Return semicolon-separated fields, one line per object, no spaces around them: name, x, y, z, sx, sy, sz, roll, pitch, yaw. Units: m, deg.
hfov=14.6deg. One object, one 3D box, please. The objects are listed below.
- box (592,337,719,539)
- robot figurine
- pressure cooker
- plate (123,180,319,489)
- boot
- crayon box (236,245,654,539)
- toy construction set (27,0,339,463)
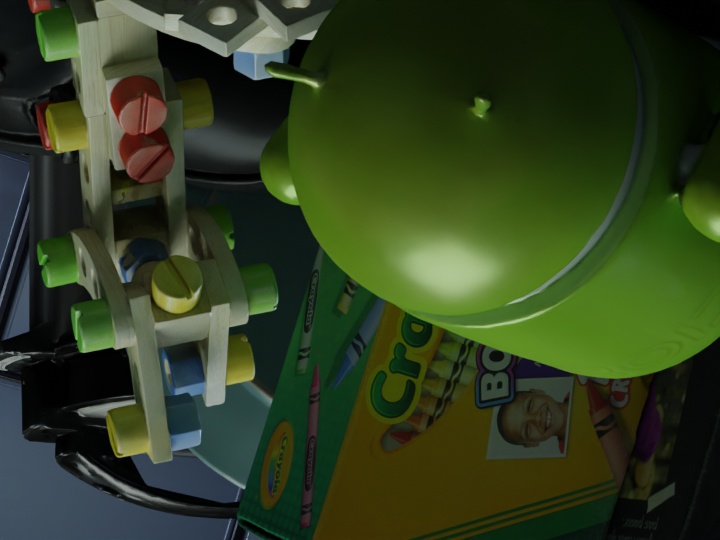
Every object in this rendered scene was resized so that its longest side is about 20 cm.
box;0.157;0.049;1.037;0.122;0.201;0.106;17;178;-24
robot figurine;0.056;-0.032;0.865;0.175;0.116;0.200;8;173;35
pressure cooker;-0.062;0.009;1.232;0.175;0.201;0.179;-8;166;22
plate;0.000;0.000;1.141;0.200;0.201;0.026;17;165;-1
boot;-0.102;-0.092;1.072;0.200;0.077;0.168;4;166;21
crayon box;0.045;0.013;0.997;0.119;0.201;0.058;18;179;-31
toy construction set;-0.069;-0.045;0.982;0.092;0.200;0.131;1;-141;-22
